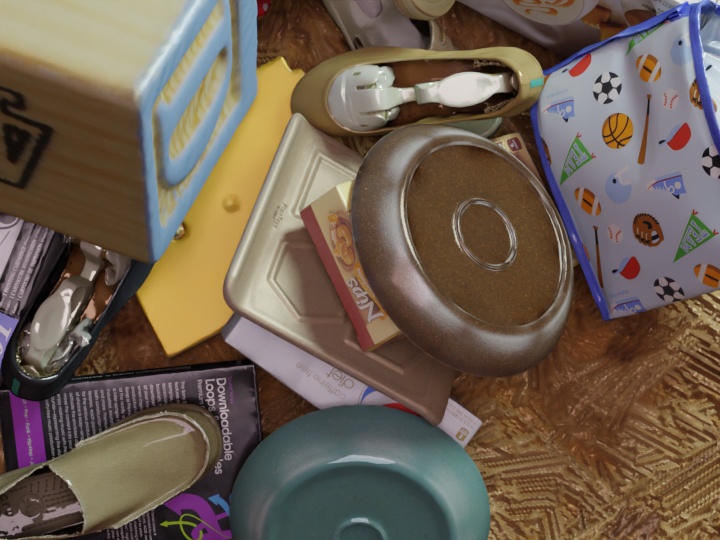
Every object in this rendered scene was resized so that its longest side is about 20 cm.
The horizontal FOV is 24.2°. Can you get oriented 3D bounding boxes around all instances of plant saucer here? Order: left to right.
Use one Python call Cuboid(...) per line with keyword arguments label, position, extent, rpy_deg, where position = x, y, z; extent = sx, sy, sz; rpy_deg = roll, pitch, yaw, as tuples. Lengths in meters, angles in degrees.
Cuboid(label="plant saucer", position=(-0.001, 0.197, 1.267), extent=(0.200, 0.036, 0.200), rpy_deg=(0, 114, 0))
Cuboid(label="plant saucer", position=(0.083, -0.021, 1.214), extent=(0.200, 0.032, 0.200), rpy_deg=(16, 60, -30))

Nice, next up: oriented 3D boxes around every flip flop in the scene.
Cuboid(label="flip flop", position=(0.036, -0.179, 1.321), extent=(0.081, 0.058, 0.200), rpy_deg=(-34, 87, -5))

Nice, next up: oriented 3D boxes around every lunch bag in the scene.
Cuboid(label="lunch bag", position=(0.232, -0.086, 1.252), extent=(0.124, 0.170, 0.200), rpy_deg=(-29, 95, -45))

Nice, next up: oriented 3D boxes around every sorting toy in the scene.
Cuboid(label="sorting toy", position=(0.000, 0.000, 1.263), extent=(0.200, 0.036, 0.185), rpy_deg=(33, 51, -17))

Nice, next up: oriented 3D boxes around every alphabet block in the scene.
Cuboid(label="alphabet block", position=(-0.201, -0.154, 1.201), extent=(0.200, 0.197, 0.195), rpy_deg=(20, 55, 10))

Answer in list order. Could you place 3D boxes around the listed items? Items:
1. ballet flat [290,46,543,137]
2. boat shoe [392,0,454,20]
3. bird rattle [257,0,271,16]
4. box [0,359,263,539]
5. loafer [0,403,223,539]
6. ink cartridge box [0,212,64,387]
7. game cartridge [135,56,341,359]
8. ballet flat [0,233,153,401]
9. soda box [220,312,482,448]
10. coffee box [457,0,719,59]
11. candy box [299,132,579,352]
Cuboid(label="ballet flat", position=(0.037, -0.138, 1.266), extent=(0.200, 0.063, 0.069), rpy_deg=(-7, 101, 14))
Cuboid(label="boat shoe", position=(0.035, -0.271, 1.298), extent=(0.071, 0.064, 0.200), rpy_deg=(28, 51, -39))
Cuboid(label="bird rattle", position=(-0.127, -0.288, 1.306), extent=(0.200, 0.113, 0.163), rpy_deg=(47, 70, -2))
Cuboid(label="box", position=(-0.172, 0.149, 1.297), extent=(0.200, 0.036, 0.143), rpy_deg=(-5, 98, -1))
Cuboid(label="loafer", position=(-0.195, 0.161, 1.246), extent=(0.200, 0.067, 0.076), rpy_deg=(-25, 98, 1))
Cuboid(label="ink cartridge box", position=(-0.298, 0.013, 1.307), extent=(0.094, 0.044, 0.200), rpy_deg=(22, 87, 1))
Cuboid(label="game cartridge", position=(-0.102, -0.052, 1.326), extent=(0.200, 0.032, 0.176), rpy_deg=(-26, 88, -5))
Cuboid(label="ballet flat", position=(-0.204, 0.007, 1.255), extent=(0.073, 0.073, 0.200), rpy_deg=(30, 77, 0))
Cuboid(label="soda box", position=(-0.008, 0.081, 1.288), extent=(0.200, 0.064, 0.068), rpy_deg=(36, 89, -8))
Cuboid(label="coffee box", position=(0.187, -0.222, 1.293), extent=(0.200, 0.114, 0.080), rpy_deg=(29, 58, -1))
Cuboid(label="candy box", position=(0.063, -0.024, 1.258), extent=(0.200, 0.055, 0.116), rpy_deg=(-19, 80, -41))
